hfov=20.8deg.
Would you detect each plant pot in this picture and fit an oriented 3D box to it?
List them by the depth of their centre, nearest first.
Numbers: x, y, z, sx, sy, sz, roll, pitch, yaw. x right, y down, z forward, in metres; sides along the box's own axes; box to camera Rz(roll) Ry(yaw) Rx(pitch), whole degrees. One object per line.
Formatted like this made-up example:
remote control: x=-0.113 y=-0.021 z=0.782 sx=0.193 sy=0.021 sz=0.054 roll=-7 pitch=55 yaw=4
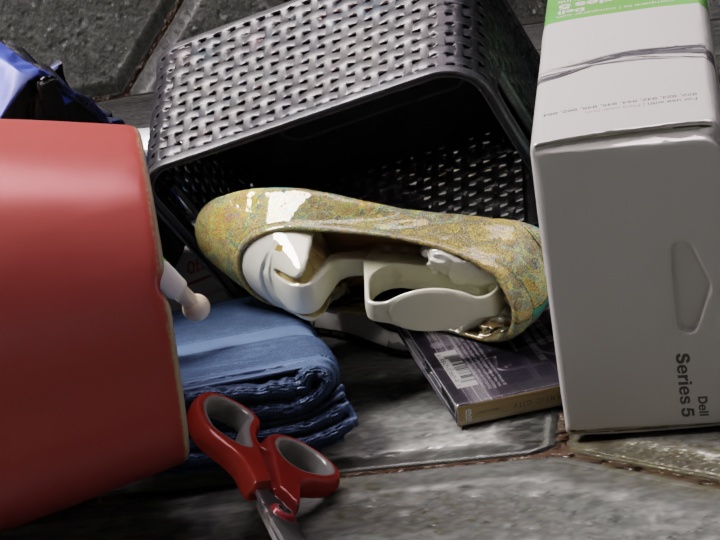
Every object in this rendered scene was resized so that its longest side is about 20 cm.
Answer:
plant pot: x=-0.167 y=0.023 z=0.802 sx=0.176 sy=0.202 sz=0.200 roll=-9 pitch=10 yaw=-7

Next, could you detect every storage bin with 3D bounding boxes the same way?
storage bin: x=-0.004 y=-0.072 z=1.057 sx=0.199 sy=0.135 sz=0.094 roll=-17 pitch=47 yaw=21

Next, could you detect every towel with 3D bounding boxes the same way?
towel: x=-0.069 y=0.057 z=0.970 sx=0.111 sy=0.049 sz=0.200 roll=-9 pitch=11 yaw=-7

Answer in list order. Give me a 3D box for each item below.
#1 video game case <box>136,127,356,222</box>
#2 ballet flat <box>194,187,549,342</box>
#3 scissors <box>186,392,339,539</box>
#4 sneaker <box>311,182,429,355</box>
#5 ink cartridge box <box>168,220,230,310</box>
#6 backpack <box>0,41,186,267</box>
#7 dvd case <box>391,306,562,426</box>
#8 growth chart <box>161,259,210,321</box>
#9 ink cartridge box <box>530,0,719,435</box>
video game case: x=-0.063 y=-0.040 z=1.255 sx=0.199 sy=0.024 sz=0.182 roll=-3 pitch=-30 yaw=22
ballet flat: x=0.000 y=0.000 z=0.980 sx=0.199 sy=0.071 sz=0.071 roll=6 pitch=14 yaw=18
scissors: x=-0.040 y=0.091 z=0.770 sx=0.073 sy=0.014 sz=0.200 roll=31 pitch=10 yaw=-7
sneaker: x=0.023 y=-0.006 z=1.125 sx=0.075 sy=0.088 sz=0.200 roll=-15 pitch=13 yaw=-35
ink cartridge box: x=-0.136 y=0.011 z=1.215 sx=0.199 sy=0.067 sz=0.116 roll=-3 pitch=10 yaw=27
backpack: x=-0.198 y=-0.038 z=1.069 sx=0.168 sy=0.163 sz=0.200 roll=39 pitch=0 yaw=35
dvd case: x=0.120 y=0.021 z=1.004 sx=0.199 sy=0.016 sz=0.149 roll=-11 pitch=27 yaw=-12
growth chart: x=-0.189 y=0.020 z=0.916 sx=0.199 sy=0.145 sz=0.018 roll=-30 pitch=32 yaw=8
ink cartridge box: x=0.132 y=-0.035 z=0.923 sx=0.083 sy=0.146 sz=0.200 roll=-5 pitch=24 yaw=11
